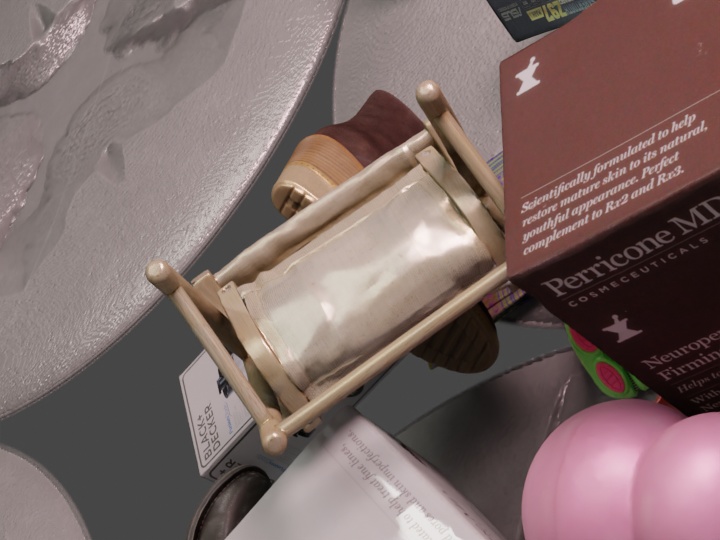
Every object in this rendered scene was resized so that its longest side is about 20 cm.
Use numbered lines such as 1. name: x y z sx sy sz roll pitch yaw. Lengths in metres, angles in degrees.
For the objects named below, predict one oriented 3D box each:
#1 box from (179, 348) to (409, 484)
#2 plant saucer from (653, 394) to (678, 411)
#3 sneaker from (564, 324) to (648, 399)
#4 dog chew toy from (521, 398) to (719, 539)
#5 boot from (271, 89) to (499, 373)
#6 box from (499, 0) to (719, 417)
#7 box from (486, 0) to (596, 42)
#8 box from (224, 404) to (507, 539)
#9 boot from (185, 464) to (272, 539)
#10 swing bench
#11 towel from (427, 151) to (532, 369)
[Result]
1. box: -0.044 0.061 1.404 0.200 0.060 0.117 -47 35 22
2. plant saucer: 0.281 0.041 1.092 0.200 0.037 0.200 18 76 54
3. sneaker: 0.157 -0.014 1.235 0.077 0.084 0.200 -17 72 11
4. dog chew toy: 0.184 0.130 1.027 0.200 0.124 0.125 -6 57 46
5. boot: 0.046 -0.034 1.331 0.072 0.200 0.166 -50 -5 39
6. box: 0.201 -0.042 1.051 0.166 0.200 0.164 -29 43 33
7. box: 0.189 -0.232 1.316 0.158 0.051 0.200 -39 11 -18
8. box: 0.012 0.226 1.125 0.200 0.131 0.199 -48 49 2
9. boot: -0.046 0.228 1.298 0.174 0.069 0.200 -5 62 40
10. swing bench: 0.000 0.000 1.155 0.199 0.130 0.200 -35 -4 2
11. towel: 0.110 -0.031 1.358 0.200 0.023 0.144 -38 38 21
